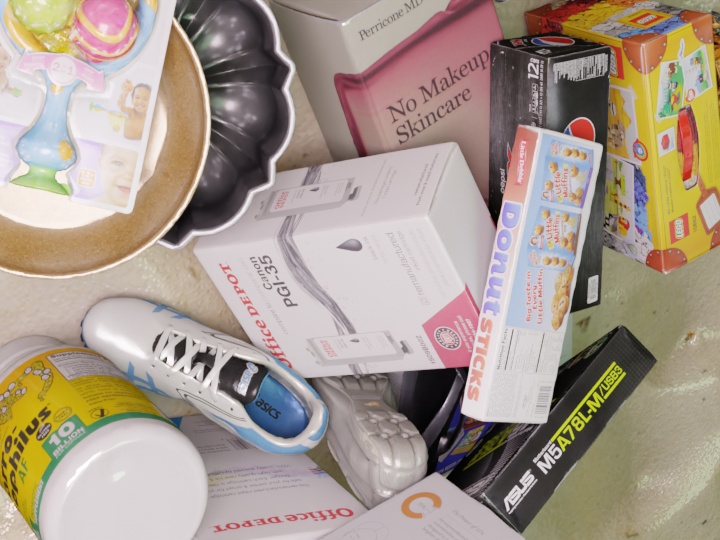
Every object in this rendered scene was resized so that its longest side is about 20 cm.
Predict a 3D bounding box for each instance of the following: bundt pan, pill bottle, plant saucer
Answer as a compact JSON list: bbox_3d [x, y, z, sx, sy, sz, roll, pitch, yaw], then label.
[{"bbox_3d":[-0.142,-0.118,0.897,0.199,0.076,0.205,-1,103,-5],"label":"bundt pan"},{"bbox_3d":[-0.192,0.118,0.910,0.112,0.200,0.114,-13,116,-29],"label":"pill bottle"},{"bbox_3d":[-0.192,-0.096,0.840,0.198,0.035,0.203,-1,103,-5],"label":"plant saucer"}]

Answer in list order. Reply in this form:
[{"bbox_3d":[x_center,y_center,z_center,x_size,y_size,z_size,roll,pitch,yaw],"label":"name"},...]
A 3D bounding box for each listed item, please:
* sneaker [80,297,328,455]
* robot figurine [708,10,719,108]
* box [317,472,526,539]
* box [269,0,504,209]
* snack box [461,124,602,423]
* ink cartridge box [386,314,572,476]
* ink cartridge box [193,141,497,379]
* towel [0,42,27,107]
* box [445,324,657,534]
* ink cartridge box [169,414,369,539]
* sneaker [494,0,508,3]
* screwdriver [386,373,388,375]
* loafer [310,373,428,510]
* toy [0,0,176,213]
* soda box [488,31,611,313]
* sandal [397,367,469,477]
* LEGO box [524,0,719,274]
[{"bbox_3d":[-0.111,0.072,0.993,0.199,0.072,0.072,28,63,-12],"label":"sneaker"},{"bbox_3d":[0.349,-0.146,1.251,0.144,0.058,0.202,-32,124,-20],"label":"robot figurine"},{"bbox_3d":[0.014,0.241,0.891,0.199,0.124,0.098,-26,121,-24],"label":"box"},{"bbox_3d":[0.039,-0.139,1.018,0.127,0.109,0.201,-35,124,-17],"label":"box"},{"bbox_3d":[0.120,0.005,0.933,0.071,0.024,0.203,7,95,-42],"label":"snack box"},{"bbox_3d":[0.106,0.064,1.169,0.196,0.047,0.202,-22,120,-31],"label":"ink cartridge box"},{"bbox_3d":[0.000,0.000,0.985,0.147,0.198,0.083,60,37,-34],"label":"ink cartridge box"},{"bbox_3d":[-0.311,-0.133,0.789,0.198,0.023,0.145,-17,104,-2],"label":"towel"},{"bbox_3d":[0.122,0.148,1.054,0.048,0.200,0.193,46,60,3],"label":"box"},{"bbox_3d":[-0.103,0.215,1.007,0.146,0.200,0.146,-1,109,-32],"label":"ink cartridge box"},{"bbox_3d":[0.189,-0.266,1.100,0.198,0.076,0.081,-9,125,-26],"label":"sneaker"},{"bbox_3d":[0.022,0.036,1.130,0.029,0.028,0.202,-11,116,-63],"label":"screwdriver"},{"bbox_3d":[-0.001,0.124,1.043,0.069,0.200,0.071,5,109,-16],"label":"loafer"},{"bbox_3d":[-0.166,-0.142,0.780,0.114,0.047,0.202,12,94,-19],"label":"toy"},{"bbox_3d":[0.138,-0.070,0.999,0.063,0.071,0.202,-14,114,-30],"label":"soda box"},{"bbox_3d":[0.061,0.128,1.094,0.076,0.043,0.202,-5,114,-51],"label":"sandal"},{"bbox_3d":[0.222,-0.120,1.121,0.077,0.149,0.202,-26,120,-22],"label":"LEGO box"}]
